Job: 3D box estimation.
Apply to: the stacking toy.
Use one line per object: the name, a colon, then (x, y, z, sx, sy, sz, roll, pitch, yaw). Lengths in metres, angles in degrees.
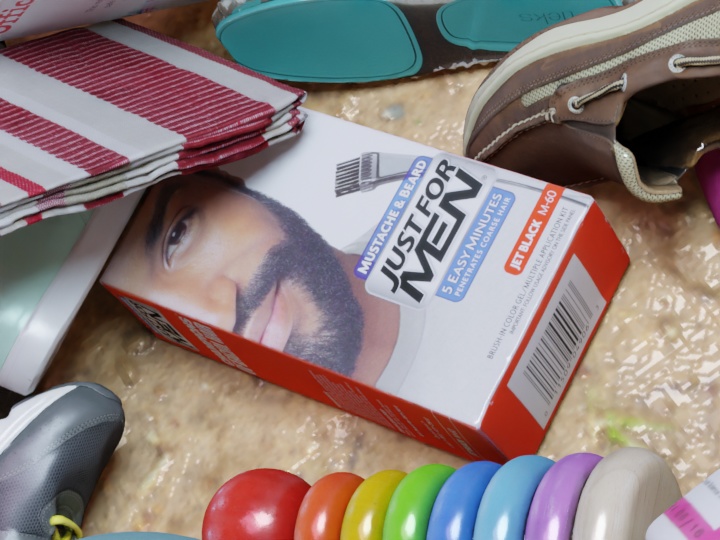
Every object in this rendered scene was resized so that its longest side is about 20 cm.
stacking toy: (0.025, 0.112, 0.860, 0.200, 0.085, 0.086, -2, 63, 29)

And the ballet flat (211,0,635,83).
ballet flat: (0.034, -0.126, 0.989, 0.200, 0.072, 0.072, -2, 63, 15)

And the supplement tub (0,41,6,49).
supplement tub: (-0.247, -0.148, 1.015, 0.122, 0.123, 0.200, -22, 87, 11)

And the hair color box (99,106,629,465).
hair color box: (0.000, 0.000, 0.934, 0.200, 0.064, 0.111, 18, 73, 31)

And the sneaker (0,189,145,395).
sneaker: (-0.157, -0.047, 0.966, 0.118, 0.074, 0.201, 28, 45, -5)

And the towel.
towel: (-0.139, -0.059, 0.911, 0.200, 0.023, 0.144, -23, 36, -38)

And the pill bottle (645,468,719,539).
pill bottle: (0.211, 0.079, 0.770, 0.200, 0.113, 0.113, -38, 56, 1)

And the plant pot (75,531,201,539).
plant pot: (-0.086, 0.177, 0.819, 0.200, 0.200, 0.135, -30, 23, 6)

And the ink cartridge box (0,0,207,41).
ink cartridge box: (-0.088, -0.174, 0.950, 0.200, 0.145, 0.088, -18, 84, -29)

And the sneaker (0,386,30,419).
sneaker: (-0.260, 0.043, 0.993, 0.199, 0.114, 0.076, -13, 58, 19)

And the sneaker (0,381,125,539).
sneaker: (-0.147, 0.144, 0.923, 0.085, 0.074, 0.200, 29, 86, 26)

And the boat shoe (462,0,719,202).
boat shoe: (0.108, -0.063, 0.871, 0.202, 0.075, 0.075, -33, 43, 50)

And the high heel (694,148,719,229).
high heel: (0.162, -0.103, 0.898, 0.067, 0.096, 0.200, -3, 63, 22)
